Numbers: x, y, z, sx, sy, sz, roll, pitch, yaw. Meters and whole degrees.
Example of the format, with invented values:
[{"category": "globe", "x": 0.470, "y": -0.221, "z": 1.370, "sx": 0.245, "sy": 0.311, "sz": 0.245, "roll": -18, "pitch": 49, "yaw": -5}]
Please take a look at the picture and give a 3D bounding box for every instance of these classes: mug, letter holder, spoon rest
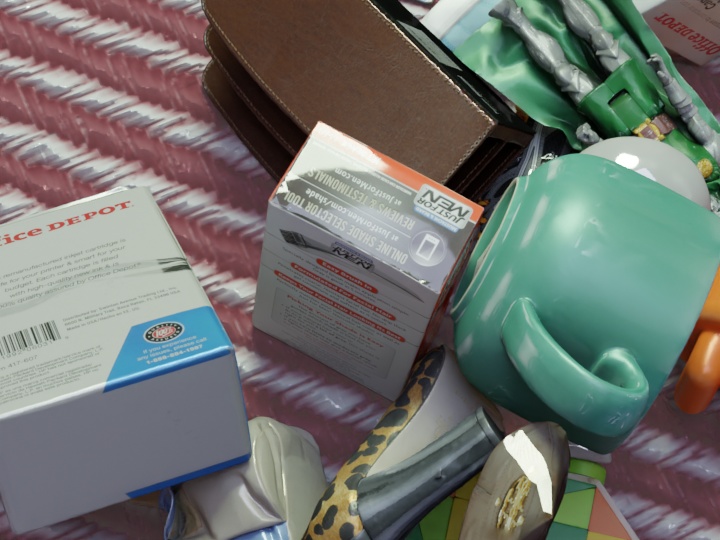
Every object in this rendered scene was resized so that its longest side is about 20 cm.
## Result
[{"category": "mug", "x": 0.120, "y": 0.010, "z": 1.096, "sx": 0.114, "sy": 0.185, "sz": 0.153, "roll": 27, "pitch": 83, "yaw": -2}, {"category": "letter holder", "x": -0.016, "y": -0.104, "z": 1.247, "sx": 0.200, "sy": 0.100, "sz": 0.142, "roll": 45, "pitch": 103, "yaw": 13}, {"category": "spoon rest", "x": 0.154, "y": 0.015, "z": 1.221, "sx": 0.099, "sy": 0.061, "sz": 0.201, "roll": 12, "pitch": 105, "yaw": 1}]

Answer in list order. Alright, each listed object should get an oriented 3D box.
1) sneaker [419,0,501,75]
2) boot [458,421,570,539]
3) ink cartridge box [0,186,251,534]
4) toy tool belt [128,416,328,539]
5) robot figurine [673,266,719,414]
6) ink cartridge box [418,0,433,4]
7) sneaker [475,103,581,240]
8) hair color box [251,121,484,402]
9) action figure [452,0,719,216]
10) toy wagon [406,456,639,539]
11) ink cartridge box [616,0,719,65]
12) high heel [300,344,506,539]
[{"category": "sneaker", "x": 0.109, "y": -0.162, "z": 1.323, "sx": 0.200, "sy": 0.074, "sz": 0.082, "roll": -35, "pitch": 74, "yaw": -15}, {"category": "boot", "x": 0.055, "y": 0.186, "z": 1.079, "sx": 0.064, "sy": 0.200, "sz": 0.187, "roll": 26, "pitch": 69, "yaw": 5}, {"category": "ink cartridge box", "x": -0.163, "y": 0.046, "z": 1.161, "sx": 0.145, "sy": 0.085, "sz": 0.200, "roll": -17, "pitch": 33, "yaw": -12}, {"category": "toy tool belt", "x": -0.075, "y": 0.193, "z": 1.165, "sx": 0.122, "sy": 0.125, "sz": 0.201, "roll": -21, "pitch": 66, "yaw": 23}, {"category": "robot figurine", "x": 0.269, "y": 0.008, "z": 1.254, "sx": 0.143, "sy": 0.117, "sz": 0.201, "roll": 8, "pitch": 60, "yaw": 45}, {"category": "ink cartridge box", "x": -0.022, "y": -0.301, "z": 1.379, "sx": 0.199, "sy": 0.041, "sz": 0.201, "roll": 14, "pitch": 69, "yaw": -1}, {"category": "sneaker", "x": 0.104, "y": -0.027, "z": 1.279, "sx": 0.077, "sy": 0.078, "sz": 0.201, "roll": 21, "pitch": 65, "yaw": 18}, {"category": "hair color box", "x": 0.000, "y": 0.000, "z": 1.184, "sx": 0.110, "sy": 0.200, "sz": 0.064, "roll": 28, "pitch": 69, "yaw": 5}, {"category": "action figure", "x": 0.165, "y": -0.102, "z": 1.228, "sx": 0.118, "sy": 0.055, "sz": 0.200, "roll": -42, "pitch": 85, "yaw": 11}, {"category": "toy wagon", "x": 0.068, "y": 0.178, "z": 1.211, "sx": 0.199, "sy": 0.040, "sz": 0.156, "roll": 13, "pitch": 69, "yaw": -1}, {"category": "ink cartridge box", "x": 0.267, "y": -0.223, "z": 1.278, "sx": 0.199, "sy": 0.147, "sz": 0.086, "roll": -28, "pitch": 70, "yaw": 25}, {"category": "high heel", "x": 0.015, "y": 0.113, "z": 1.171, "sx": 0.142, "sy": 0.200, "sz": 0.072, "roll": -36, "pitch": 98, "yaw": 5}]
